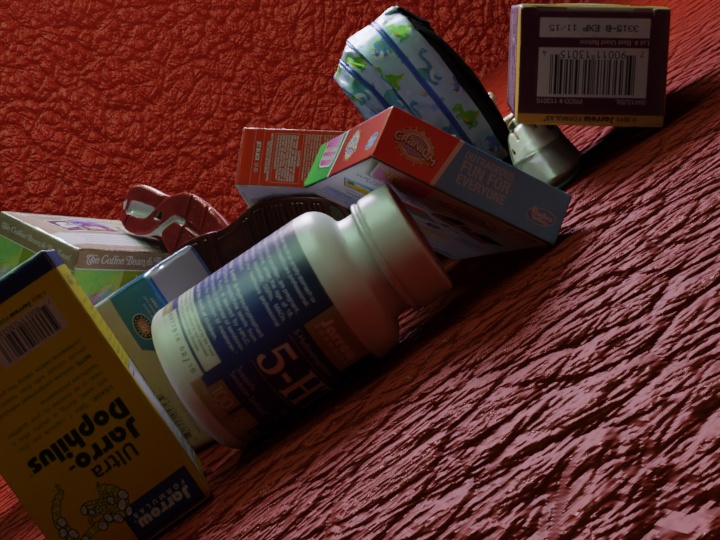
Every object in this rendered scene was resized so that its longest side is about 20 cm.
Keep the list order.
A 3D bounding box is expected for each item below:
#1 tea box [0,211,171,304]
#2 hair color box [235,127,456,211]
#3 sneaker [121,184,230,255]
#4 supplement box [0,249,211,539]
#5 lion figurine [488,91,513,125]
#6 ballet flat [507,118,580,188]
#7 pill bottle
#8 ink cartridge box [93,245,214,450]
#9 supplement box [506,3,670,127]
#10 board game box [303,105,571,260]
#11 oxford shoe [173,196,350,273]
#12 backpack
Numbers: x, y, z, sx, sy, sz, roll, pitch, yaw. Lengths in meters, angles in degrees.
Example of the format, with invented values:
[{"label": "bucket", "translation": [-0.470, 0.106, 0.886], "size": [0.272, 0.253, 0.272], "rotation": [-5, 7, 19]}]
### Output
[{"label": "tea box", "translation": [-0.324, 0.047, 1.434], "size": [0.199, 0.133, 0.199], "rotation": [0, -71, -60]}, {"label": "hair color box", "translation": [-0.007, -0.083, 1.169], "size": [0.198, 0.065, 0.111], "rotation": [4, -17, 9]}, {"label": "sneaker", "translation": [-0.175, -0.047, 1.429], "size": [0.115, 0.199, 0.079], "rotation": [12, -77, -48]}, {"label": "supplement box", "translation": [-0.205, 0.097, 0.870], "size": [0.109, 0.201, 0.109], "rotation": [-35, 7, -8]}, {"label": "lion figurine", "translation": [0.142, -0.145, 1.457], "size": [0.122, 0.073, 0.200], "rotation": [-42, 12, -5]}, {"label": "ballet flat", "translation": [0.162, -0.115, 1.172], "size": [0.067, 0.064, 0.200], "rotation": [-33, 7, 10]}, {"label": "pill bottle", "translation": [-0.040, 0.029, 0.905], "size": [0.199, 0.120, 0.120], "rotation": [-34, 7, 7]}, {"label": "ink cartridge box", "translation": [-0.191, 0.093, 1.064], "size": [0.199, 0.145, 0.085], "rotation": [-30, 8, 28]}, {"label": "supplement box", "translation": [0.202, -0.190, 1.136], "size": [0.129, 0.104, 0.200], "rotation": [1, 12, 3]}, {"label": "board game box", "translation": [0.053, -0.061, 0.969], "size": [0.041, 0.152, 0.200], "rotation": [-67, 15, -9]}, {"label": "oxford shoe", "translation": [-0.084, -0.027, 1.174], "size": [0.199, 0.071, 0.075], "rotation": [-14, -2, 29]}, {"label": "backpack", "translation": [0.066, -0.178, 1.305], "size": [0.153, 0.201, 0.163], "rotation": [-24, 28, 4]}]
